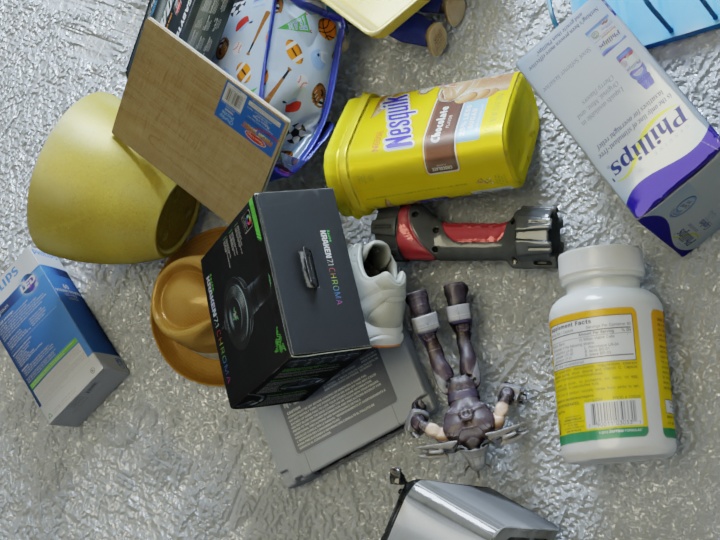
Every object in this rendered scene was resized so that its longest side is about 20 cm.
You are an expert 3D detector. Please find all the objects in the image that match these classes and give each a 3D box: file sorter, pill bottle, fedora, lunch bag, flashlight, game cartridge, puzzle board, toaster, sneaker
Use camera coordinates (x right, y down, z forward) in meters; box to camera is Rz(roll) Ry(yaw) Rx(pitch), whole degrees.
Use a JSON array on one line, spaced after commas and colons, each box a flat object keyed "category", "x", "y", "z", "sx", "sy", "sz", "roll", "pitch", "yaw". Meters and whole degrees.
[{"category": "file sorter", "x": 0.285, "y": -0.310, "z": 1.387, "sx": 0.198, "sy": 0.122, "sz": 0.140, "roll": -14, "pitch": 74, "yaw": 26}, {"category": "pill bottle", "x": 0.240, "y": 0.081, "z": 1.348, "sx": 0.112, "sy": 0.112, "sz": 0.203, "roll": -10, "pitch": 77, "yaw": 26}, {"category": "fedora", "x": -0.173, "y": 0.036, "z": 1.592, "sx": 0.199, "sy": 0.082, "sz": 0.203, "roll": -5, "pitch": 80, "yaw": 27}, {"category": "lunch bag", "x": -0.112, "y": -0.188, "z": 1.555, "sx": 0.169, "sy": 0.123, "sz": 0.202, "roll": -8, "pitch": 69, "yaw": 53}, {"category": "flashlight", "x": 0.112, "y": -0.042, "z": 1.467, "sx": 0.198, "sy": 0.068, "sz": 0.068, "roll": -1, "pitch": 48, "yaw": 26}, {"category": "game cartridge", "x": -0.021, "y": 0.135, "z": 1.522, "sx": 0.199, "sy": 0.041, "sz": 0.134, "roll": -30, "pitch": 64, "yaw": 21}, {"category": "puzzle board", "x": -0.171, "y": -0.153, "z": 1.485, "sx": 0.199, "sy": 0.017, "sz": 0.152, "roll": 37, "pitch": 126, "yaw": 15}, {"category": "toaster", "x": 0.087, "y": 0.300, "z": 1.344, "sx": 0.118, "sy": 0.199, "sz": 0.183, "roll": 21, "pitch": 91, "yaw": 33}, {"category": "sneaker", "x": 0.000, "y": 0.000, "z": 1.477, "sx": 0.200, "sy": 0.075, "sz": 0.093, "roll": 44, "pitch": 124, "yaw": 52}]

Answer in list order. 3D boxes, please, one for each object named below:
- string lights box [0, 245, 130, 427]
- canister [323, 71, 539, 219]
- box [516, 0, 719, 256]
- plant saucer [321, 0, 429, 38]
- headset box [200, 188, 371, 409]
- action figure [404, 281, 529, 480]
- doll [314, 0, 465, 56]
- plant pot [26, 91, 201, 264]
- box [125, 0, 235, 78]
[{"category": "string lights box", "x": -0.377, "y": 0.080, "z": 1.708, "sx": 0.103, "sy": 0.059, "sz": 0.201, "roll": -43, "pitch": 65, "yaw": 14}, {"category": "canister", "x": 0.077, "y": -0.134, "z": 1.463, "sx": 0.198, "sy": 0.087, "sz": 0.149, "roll": -7, "pitch": 38, "yaw": 25}, {"category": "box", "x": 0.267, "y": -0.134, "z": 1.331, "sx": 0.105, "sy": 0.184, "sz": 0.201, "roll": -40, "pitch": 66, "yaw": 14}, {"category": "plant saucer", "x": 0.030, "y": -0.345, "z": 1.532, "sx": 0.200, "sy": 0.049, "sz": 0.200, "roll": -41, "pitch": 55, "yaw": -11}, {"category": "headset box", "x": -0.079, "y": 0.030, "z": 1.444, "sx": 0.200, "sy": 0.092, "sz": 0.176, "roll": -40, "pitch": 59, "yaw": 58}, {"category": "action figure", "x": 0.102, "y": 0.115, "z": 1.428, "sx": 0.129, "sy": 0.069, "sz": 0.202, "roll": -11, "pitch": 74, "yaw": -6}, {"category": "doll", "x": 0.014, "y": -0.300, "z": 1.568, "sx": 0.199, "sy": 0.048, "sz": 0.137, "roll": 26, "pitch": 80, "yaw": 31}, {"category": "plant pot", "x": -0.268, "y": -0.086, "z": 1.614, "sx": 0.141, "sy": 0.200, "sz": 0.202, "roll": 23, "pitch": 92, "yaw": 17}, {"category": "box", "x": -0.204, "y": -0.266, "z": 1.569, "sx": 0.201, "sy": 0.046, "sz": 0.160, "roll": -64, "pitch": 30, "yaw": 29}]
